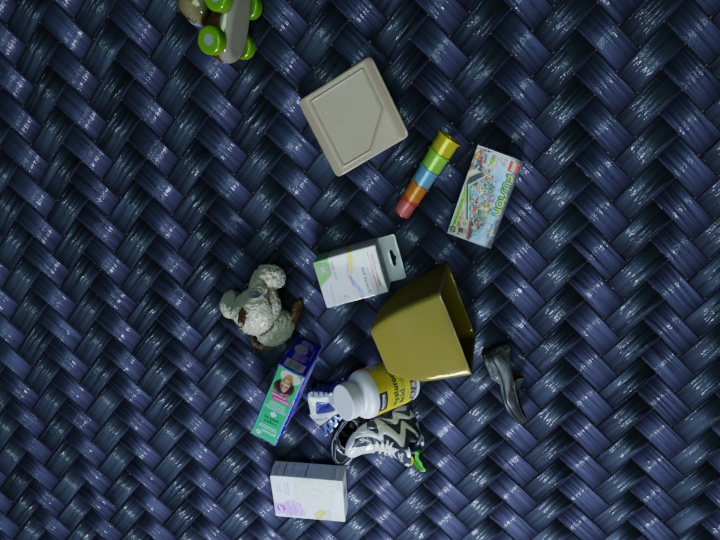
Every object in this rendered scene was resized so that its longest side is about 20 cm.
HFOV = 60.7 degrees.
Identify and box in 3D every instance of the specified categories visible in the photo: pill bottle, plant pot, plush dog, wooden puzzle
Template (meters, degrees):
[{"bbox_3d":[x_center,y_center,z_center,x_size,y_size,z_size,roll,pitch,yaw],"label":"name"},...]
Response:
[{"bbox_3d":[0.036,0.279,1.439,0.110,0.196,0.115,22,119,48],"label":"pill bottle"},{"bbox_3d":[0.135,0.132,1.397,0.195,0.195,0.200,-19,104,19],"label":"plant pot"},{"bbox_3d":[-0.229,0.113,1.480,0.198,0.163,0.171,-36,126,19],"label":"plush dog"},{"bbox_3d":[-0.015,-0.336,1.356,0.196,0.037,0.189,-25,102,20],"label":"wooden puzzle"}]

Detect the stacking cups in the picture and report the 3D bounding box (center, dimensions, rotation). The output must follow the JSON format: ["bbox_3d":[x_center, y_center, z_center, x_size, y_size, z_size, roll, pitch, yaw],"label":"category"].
[{"bbox_3d":[0.140,-0.207,1.354,0.060,0.061,0.203,32,109,-3],"label":"stacking cups"}]

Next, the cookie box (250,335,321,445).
[{"bbox_3d":[-0.179,0.290,1.500,0.073,0.171,0.205,24,109,3],"label":"cookie box"}]

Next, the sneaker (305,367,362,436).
[{"bbox_3d":[-0.075,0.313,1.538,0.114,0.081,0.201,36,110,-6],"label":"sneaker"}]

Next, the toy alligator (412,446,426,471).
[{"bbox_3d":[0.092,0.433,1.561,0.197,0.059,0.055,32,100,11],"label":"toy alligator"}]

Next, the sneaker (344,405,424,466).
[{"bbox_3d":[0.068,0.428,1.488,0.194,0.130,0.081,-20,135,-19],"label":"sneaker"}]

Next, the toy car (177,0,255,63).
[{"bbox_3d":[-0.331,-0.536,1.282,0.195,0.164,0.162,20,109,12],"label":"toy car"}]

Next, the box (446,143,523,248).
[{"bbox_3d":[0.273,-0.164,1.360,0.107,0.035,0.206,18,109,3],"label":"box"}]

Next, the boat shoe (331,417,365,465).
[{"bbox_3d":[-0.036,0.434,1.561,0.070,0.068,0.204,26,122,7],"label":"boat shoe"}]

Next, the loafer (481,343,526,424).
[{"bbox_3d":[0.358,0.271,1.463,0.071,0.073,0.204,-25,103,11],"label":"loafer"}]

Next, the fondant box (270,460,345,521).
[{"bbox_3d":[-0.134,0.586,1.631,0.193,0.059,0.149,2,117,9],"label":"fondant box"}]

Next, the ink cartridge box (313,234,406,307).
[{"bbox_3d":[0.000,0.000,1.436,0.194,0.067,0.120,-16,104,13],"label":"ink cartridge box"}]
